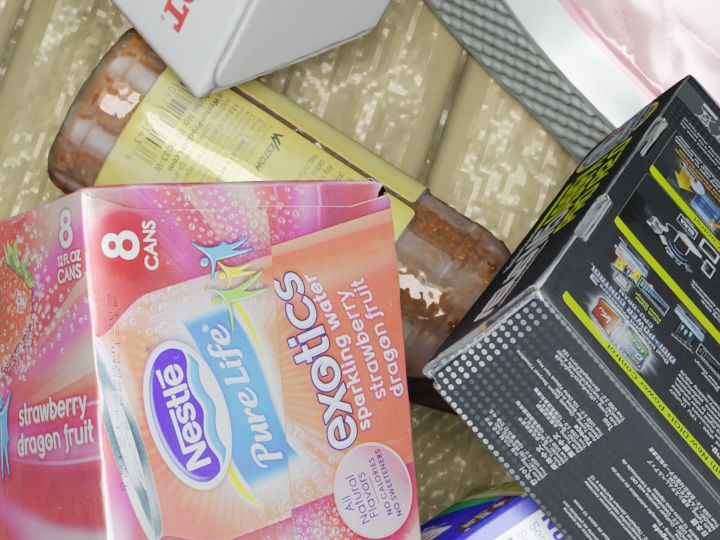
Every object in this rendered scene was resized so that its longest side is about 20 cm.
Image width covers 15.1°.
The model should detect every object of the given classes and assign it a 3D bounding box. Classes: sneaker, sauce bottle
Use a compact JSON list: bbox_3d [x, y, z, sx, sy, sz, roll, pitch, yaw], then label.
[{"bbox_3d":[0.086,-0.099,0.869,0.105,0.075,0.200,-42,88,-11],"label":"sneaker"},{"bbox_3d":[0.000,0.000,0.842,0.199,0.066,0.066,34,80,5],"label":"sauce bottle"}]

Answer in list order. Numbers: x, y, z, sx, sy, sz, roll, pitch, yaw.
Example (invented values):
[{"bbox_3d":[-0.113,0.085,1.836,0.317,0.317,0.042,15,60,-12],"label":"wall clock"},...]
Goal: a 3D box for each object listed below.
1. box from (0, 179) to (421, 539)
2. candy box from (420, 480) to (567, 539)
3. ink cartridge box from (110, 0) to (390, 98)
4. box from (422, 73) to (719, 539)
[{"bbox_3d":[-0.076,0.040,0.760,0.094,0.200,0.103,0,83,-31],"label":"box"},{"bbox_3d":[-0.016,0.142,0.771,0.199,0.169,0.077,-32,86,-8],"label":"candy box"},{"bbox_3d":[-0.055,-0.175,0.812,0.084,0.146,0.200,-24,65,-43],"label":"ink cartridge box"},{"bbox_3d":[0.120,0.057,0.748,0.200,0.160,0.044,48,122,-5],"label":"box"}]
